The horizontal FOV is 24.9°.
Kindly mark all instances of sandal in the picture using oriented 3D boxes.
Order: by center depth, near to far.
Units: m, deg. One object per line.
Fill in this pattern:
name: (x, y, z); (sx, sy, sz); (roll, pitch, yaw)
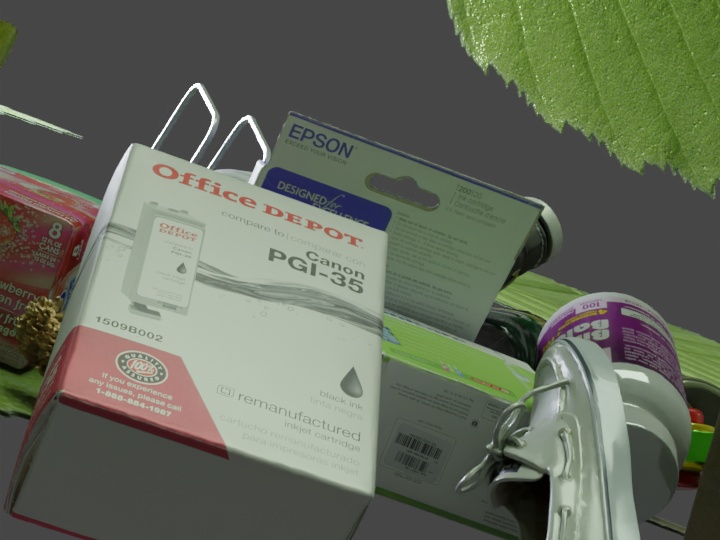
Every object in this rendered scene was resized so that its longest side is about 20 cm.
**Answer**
sandal: (0.263, 0.137, 1.492); (0.201, 0.080, 0.057); (11, 28, -29)

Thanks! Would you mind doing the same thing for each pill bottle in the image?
pill bottle: (0.184, 0.102, 1.201); (0.112, 0.112, 0.200); (21, 22, -4)

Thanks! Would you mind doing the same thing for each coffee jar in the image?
coffee jar: (0.101, 0.075, 1.348); (0.104, 0.085, 0.200); (8, 3, 17)

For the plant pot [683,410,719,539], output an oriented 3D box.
plant pot: (0.323, 0.156, 1.046); (0.177, 0.200, 0.200); (0, 19, -38)

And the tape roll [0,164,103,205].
tape roll: (-0.258, -0.038, 1.305); (0.200, 0.048, 0.200); (22, 6, -2)

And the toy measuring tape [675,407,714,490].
toy measuring tape: (0.222, 0.143, 1.341); (0.200, 0.074, 0.074); (6, 8, -6)

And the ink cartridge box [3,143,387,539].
ink cartridge box: (-0.069, 0.042, 0.768); (0.146, 0.083, 0.200); (19, 35, -11)

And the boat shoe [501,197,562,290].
boat shoe: (0.064, -0.006, 1.267); (0.202, 0.072, 0.060); (-19, 9, 47)

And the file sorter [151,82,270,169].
file sorter: (-0.073, -0.034, 1.268); (0.200, 0.125, 0.139); (31, 11, -22)

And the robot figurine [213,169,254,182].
robot figurine: (-0.099, -0.031, 1.463); (0.170, 0.113, 0.200); (34, 10, 15)

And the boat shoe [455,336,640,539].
boat shoe: (0.096, 0.112, 0.890); (0.086, 0.075, 0.202); (9, 46, -9)

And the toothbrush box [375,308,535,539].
toothbrush box: (0.052, 0.094, 1.060); (0.146, 0.086, 0.200); (21, 7, -11)

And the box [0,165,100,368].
box: (-0.260, -0.025, 0.979); (0.200, 0.096, 0.100); (22, 8, 5)

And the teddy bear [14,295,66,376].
teddy bear: (-0.114, 0.052, 0.904); (0.145, 0.067, 0.200); (32, 8, 15)

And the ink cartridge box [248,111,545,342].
ink cartridge box: (0.000, 0.000, 1.156); (0.198, 0.200, 0.043); (20, 22, -16)

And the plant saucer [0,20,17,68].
plant saucer: (-0.349, -0.102, 1.063); (0.200, 0.200, 0.048); (14, 39, -47)
